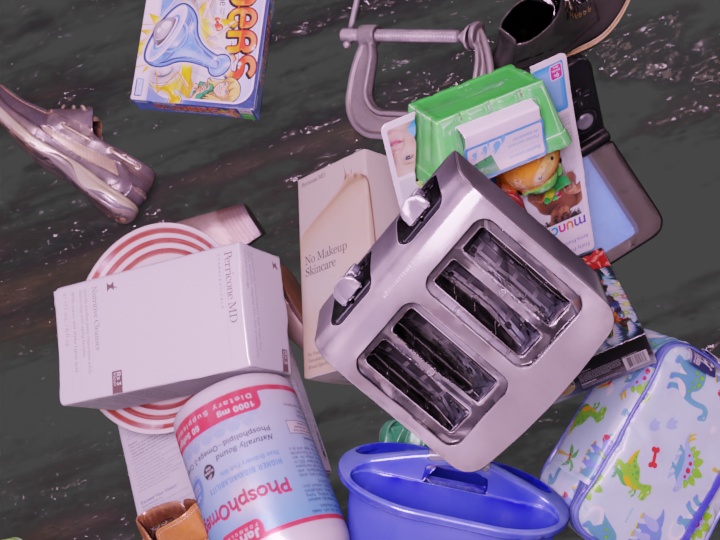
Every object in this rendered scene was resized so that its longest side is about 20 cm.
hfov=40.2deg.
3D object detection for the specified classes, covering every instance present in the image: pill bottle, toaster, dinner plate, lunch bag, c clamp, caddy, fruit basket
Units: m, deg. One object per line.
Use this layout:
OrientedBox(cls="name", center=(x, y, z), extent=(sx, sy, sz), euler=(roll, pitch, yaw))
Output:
OrientedBox(cls="pill bottle", center=(-0.074, 0.193, 0.799), extent=(0.108, 0.109, 0.201), euler=(-25, 63, 1))
OrientedBox(cls="toaster", center=(0.084, 0.038, 0.773), extent=(0.200, 0.119, 0.181), euler=(40, 104, -4))
OrientedBox(cls="dinner plate", center=(-0.190, 0.055, 0.944), extent=(0.199, 0.024, 0.202), euler=(-5, 79, 24))
OrientedBox(cls="lunch bag", center=(0.271, 0.167, 0.895), extent=(0.160, 0.082, 0.201), euler=(35, 85, -22))
OrientedBox(cls="c clamp", center=(0.052, -0.212, 0.987), extent=(0.199, 0.027, 0.172), euler=(17, 93, 34))
OrientedBox(cls="caddy", center=(0.075, 0.203, 0.839), extent=(0.198, 0.141, 0.106), euler=(11, 103, 2))
OrientedBox(cls="fruit basket", center=(0.123, -0.069, 0.877), extent=(0.184, 0.094, 0.201), euler=(-22, 114, -12))

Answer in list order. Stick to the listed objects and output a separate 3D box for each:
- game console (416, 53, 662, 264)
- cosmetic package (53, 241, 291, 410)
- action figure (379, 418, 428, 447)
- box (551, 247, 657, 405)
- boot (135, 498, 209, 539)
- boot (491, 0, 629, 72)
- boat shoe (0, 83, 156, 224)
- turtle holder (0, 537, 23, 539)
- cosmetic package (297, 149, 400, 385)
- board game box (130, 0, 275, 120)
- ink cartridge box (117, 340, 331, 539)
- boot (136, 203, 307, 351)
OrientedBox(cls="game console", center=(0.173, -0.074, 0.949), extent=(0.199, 0.176, 0.117), euler=(-32, 51, -1))
OrientedBox(cls="cosmetic package", center=(-0.167, 0.054, 0.877), extent=(0.199, 0.081, 0.114), euler=(-16, 74, 22))
OrientedBox(cls="action figure", center=(0.045, 0.215, 0.942), extent=(0.117, 0.055, 0.202), euler=(7, 86, 8))
OrientedBox(cls="box", center=(0.153, 0.067, 0.905), extent=(0.199, 0.137, 0.040), euler=(-25, 122, 11))
OrientedBox(cls="boot", center=(-0.160, 0.287, 0.884), extent=(0.156, 0.199, 0.077), euler=(54, 46, -9))
OrientedBox(cls="boot", center=(0.207, -0.261, 0.960), extent=(0.077, 0.138, 0.200), euler=(42, 86, 9))
OrientedBox(cls="boat shoe", center=(-0.297, -0.132, 1.025), extent=(0.200, 0.075, 0.073), euler=(38, 76, 1))
OrientedBox(cls="turtle holder", center=(-0.275, 0.342, 0.893), extent=(0.140, 0.132, 0.187), euler=(7, 92, 23))
OrientedBox(cls="cosmetic package", center=(0.000, 0.000, 0.935), extent=(0.103, 0.073, 0.202), euler=(-21, 66, 43))
OrientedBox(cls="board game box", center=(-0.160, -0.266, 1.045), extent=(0.134, 0.034, 0.202), euler=(5, 82, 6))
OrientedBox(cls="ink cartridge box", center=(-0.143, 0.140, 0.940), extent=(0.199, 0.041, 0.201), euler=(-29, 64, 18))
OrientedBox(cls="boot", center=(-0.136, 0.036, 0.986), extent=(0.146, 0.070, 0.201), euler=(-33, 79, 6))
